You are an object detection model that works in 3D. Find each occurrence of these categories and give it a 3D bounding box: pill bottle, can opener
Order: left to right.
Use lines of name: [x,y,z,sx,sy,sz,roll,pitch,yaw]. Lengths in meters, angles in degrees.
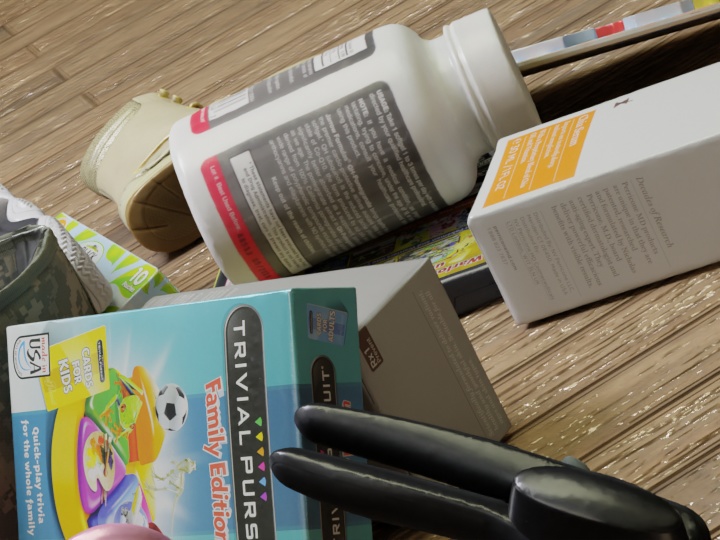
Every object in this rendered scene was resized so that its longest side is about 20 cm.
pill bottle: [0.000,-0.074,1.553,0.199,0.111,0.111,-24,21,8]
can opener: [0.055,0.094,1.148,0.199,0.079,0.063,16,42,28]

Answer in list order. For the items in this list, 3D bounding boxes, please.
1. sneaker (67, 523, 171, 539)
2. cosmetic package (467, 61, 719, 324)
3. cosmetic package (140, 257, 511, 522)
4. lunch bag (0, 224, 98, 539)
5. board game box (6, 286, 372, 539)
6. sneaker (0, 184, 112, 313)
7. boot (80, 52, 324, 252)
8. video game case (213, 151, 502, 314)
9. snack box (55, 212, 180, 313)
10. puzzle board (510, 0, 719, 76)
sneaker: [-0.153,0.204,1.220,0.200,0.079,0.096,-39,58,12]
cosmetic package: [0.165,-0.050,1.418,0.199,0.071,0.102,-19,22,22]
cosmetic package: [-0.036,0.066,1.347,0.199,0.107,0.090,-7,27,39]
lunch bag: [-0.202,0.093,1.402,0.200,0.164,0.117,-39,25,-29]
board game box: [-0.084,0.092,1.278,0.199,0.152,0.047,-8,-6,42]
sneaker: [-0.228,0.012,1.580,0.114,0.076,0.200,-43,27,-13]
boot: [-0.093,-0.098,1.848,0.200,0.073,0.155,-37,24,-8]
video game case: [0.000,0.000,1.571,0.199,0.026,0.181,-21,21,15]
snack box: [-0.188,0.045,1.628,0.142,0.053,0.200,-43,24,-10]
puzzle board: [0.146,-0.141,1.641,0.199,0.017,0.151,-16,1,20]
